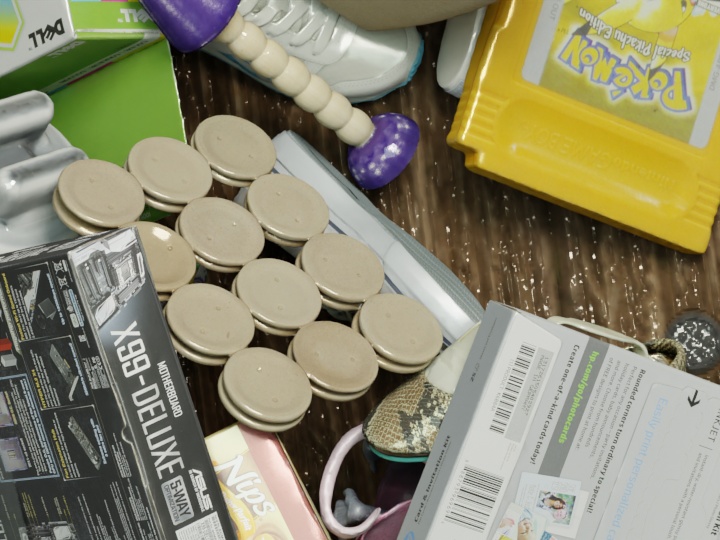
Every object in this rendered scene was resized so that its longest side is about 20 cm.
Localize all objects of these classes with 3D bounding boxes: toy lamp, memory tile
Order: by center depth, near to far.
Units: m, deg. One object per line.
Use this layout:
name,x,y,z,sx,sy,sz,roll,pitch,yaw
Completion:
memory tile,-0.063,-0.001,1.453,0.153,0.017,0.200,-23,62,-41
toy lamp,-0.051,-0.120,1.537,0.200,0.058,0.058,39,83,-30

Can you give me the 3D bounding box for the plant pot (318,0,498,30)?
plant pot,0.012,-0.253,1.512,0.200,0.177,0.200,31,60,-13

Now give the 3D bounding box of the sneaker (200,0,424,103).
sneaker,-0.059,-0.157,1.589,0.200,0.081,0.077,18,81,3

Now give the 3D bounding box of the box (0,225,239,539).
box,-0.153,0.086,1.402,0.050,0.158,0.200,-24,98,-42

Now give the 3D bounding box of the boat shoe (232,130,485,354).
boat shoe,0.000,0.000,1.558,0.067,0.074,0.200,-50,54,8

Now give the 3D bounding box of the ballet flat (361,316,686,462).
ballet flat,0.096,0.060,1.483,0.200,0.068,0.075,-3,119,-24

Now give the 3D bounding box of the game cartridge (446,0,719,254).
game cartridge,0.157,-0.131,1.570,0.176,0.032,0.200,20,82,-20

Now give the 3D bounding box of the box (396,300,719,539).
box,0.134,0.121,1.452,0.200,0.041,0.156,20,92,-21

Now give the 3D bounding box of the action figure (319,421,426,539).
action figure,0.092,0.120,1.517,0.200,0.149,0.134,9,76,16

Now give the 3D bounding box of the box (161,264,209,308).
box,-0.155,0.052,1.543,0.048,0.117,0.200,36,84,6

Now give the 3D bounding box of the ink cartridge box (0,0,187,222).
ink cartridge box,-0.183,-0.117,1.550,0.148,0.076,0.200,-20,79,44

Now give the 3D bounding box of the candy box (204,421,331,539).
candy box,-0.049,0.150,1.483,0.055,0.200,0.116,-27,82,-4

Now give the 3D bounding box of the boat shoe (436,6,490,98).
boat shoe,0.108,-0.191,1.599,0.068,0.072,0.200,21,74,-19

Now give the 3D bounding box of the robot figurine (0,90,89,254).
robot figurine,-0.229,-0.022,1.532,0.113,0.200,0.170,-17,70,-40
